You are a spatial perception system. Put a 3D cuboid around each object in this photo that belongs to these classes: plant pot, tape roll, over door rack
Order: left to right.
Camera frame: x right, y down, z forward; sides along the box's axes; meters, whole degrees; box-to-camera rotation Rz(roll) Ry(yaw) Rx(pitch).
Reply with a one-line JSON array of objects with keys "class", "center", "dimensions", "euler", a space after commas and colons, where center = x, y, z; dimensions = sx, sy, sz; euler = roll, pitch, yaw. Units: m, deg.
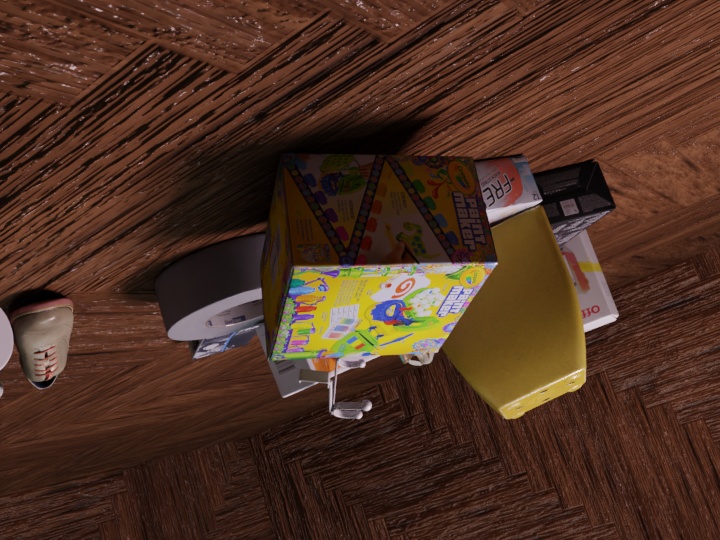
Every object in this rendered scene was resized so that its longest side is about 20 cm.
[{"class": "tape roll", "center": [-0.150, 0.022, 1.015], "dimensions": [0.198, 0.067, 0.200], "euler": [-19, 168, -4]}, {"class": "over door rack", "center": [-0.018, 0.088, 0.989], "dimensions": [0.066, 0.150, 0.200], "euler": [0, 158, 10]}, {"class": "plant pot", "center": [0.192, 0.074, 1.053], "dimensions": [0.194, 0.202, 0.194], "euler": [-25, 159, 7]}]

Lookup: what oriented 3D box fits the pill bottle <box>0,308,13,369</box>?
[{"class": "pill bottle", "center": [-0.434, 0.095, 0.792], "dimensions": [0.199, 0.114, 0.113], "euler": [-25, 166, 26]}]

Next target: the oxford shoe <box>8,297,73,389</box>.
[{"class": "oxford shoe", "center": [-0.361, 0.086, 0.947], "dimensions": [0.070, 0.076, 0.200], "euler": [-13, 165, -23]}]

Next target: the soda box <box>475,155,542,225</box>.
[{"class": "soda box", "center": [0.115, -0.084, 0.966], "dimensions": [0.198, 0.064, 0.068], "euler": [-12, 166, -31]}]

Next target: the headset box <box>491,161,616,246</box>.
[{"class": "headset box", "center": [0.248, -0.071, 1.187], "dimensions": [0.147, 0.076, 0.200], "euler": [-14, 166, -19]}]

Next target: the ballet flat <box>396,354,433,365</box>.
[{"class": "ballet flat", "center": [0.172, 0.239, 2.386], "dimensions": [0.067, 0.073, 0.199], "euler": [-28, 165, 34]}]

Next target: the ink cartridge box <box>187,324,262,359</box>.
[{"class": "ink cartridge box", "center": [-0.209, 0.090, 1.277], "dimensions": [0.098, 0.040, 0.200], "euler": [-13, 165, -21]}]

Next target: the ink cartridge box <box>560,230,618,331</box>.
[{"class": "ink cartridge box", "center": [0.309, 0.007, 1.317], "dimensions": [0.144, 0.202, 0.083], "euler": [-24, 166, 21]}]

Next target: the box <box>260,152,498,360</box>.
[{"class": "box", "center": [0.006, -0.007, 0.819], "dimensions": [0.190, 0.123, 0.201], "euler": [0, 150, -14]}]

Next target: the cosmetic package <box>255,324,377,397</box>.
[{"class": "cosmetic package", "center": [-0.041, 0.094, 1.139], "dimensions": [0.071, 0.102, 0.199], "euler": [-27, 174, 37]}]

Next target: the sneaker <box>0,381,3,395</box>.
[{"class": "sneaker", "center": [-0.572, 0.210, 1.158], "dimensions": [0.199, 0.077, 0.075], "euler": [-27, 163, 26]}]
